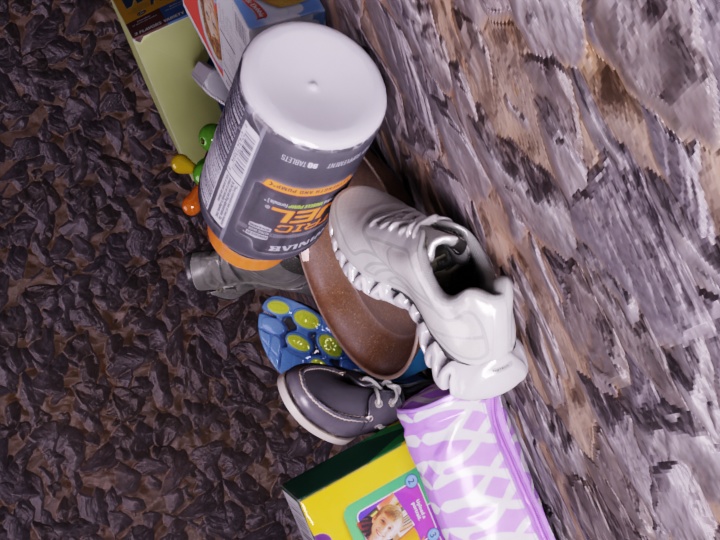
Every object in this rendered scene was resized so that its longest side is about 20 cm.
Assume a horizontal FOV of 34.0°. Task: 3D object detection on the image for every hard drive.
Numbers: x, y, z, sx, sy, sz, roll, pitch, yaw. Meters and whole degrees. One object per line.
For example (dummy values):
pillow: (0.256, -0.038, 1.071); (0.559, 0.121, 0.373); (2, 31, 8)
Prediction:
hard drive: (-0.115, -0.173, 1.247); (0.131, 0.026, 0.200); (32, -175, -16)

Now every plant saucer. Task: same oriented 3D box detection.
plant saucer: (0.005, -0.015, 0.933); (0.200, 0.036, 0.203); (42, 142, 45)

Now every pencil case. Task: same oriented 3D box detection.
pencil case: (0.097, 0.171, 0.853); (0.085, 0.083, 0.203); (-21, 95, 48)

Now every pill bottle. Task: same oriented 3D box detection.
pill bottle: (-0.059, -0.078, 0.858); (0.107, 0.105, 0.201); (63, 151, 19)

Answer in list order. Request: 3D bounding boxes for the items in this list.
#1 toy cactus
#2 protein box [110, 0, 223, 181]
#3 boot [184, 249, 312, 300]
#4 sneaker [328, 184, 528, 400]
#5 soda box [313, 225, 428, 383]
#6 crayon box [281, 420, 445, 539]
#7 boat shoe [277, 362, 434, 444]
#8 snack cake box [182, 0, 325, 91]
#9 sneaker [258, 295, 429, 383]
toy cactus: (-0.085, -0.091, 1.142); (0.199, 0.163, 0.104); (-23, 50, 49)
protein box: (-0.205, -0.261, 1.473); (0.200, 0.133, 0.201); (-125, 13, -55)
boot: (-0.076, 0.000, 1.156); (0.199, 0.129, 0.069); (27, -128, -57)
sneaker: (0.041, -0.008, 0.757); (0.200, 0.074, 0.082); (47, 153, 43)
soda box: (0.000, 0.000, 1.057); (0.064, 0.067, 0.203); (-140, 27, -75)
crayon box: (0.054, 0.226, 0.950); (0.203, 0.171, 0.058); (68, 163, -11)
boat shoe: (0.011, 0.103, 0.985); (0.199, 0.063, 0.073); (21, -142, -49)
snack cake box: (-0.094, -0.221, 0.989); (0.116, 0.066, 0.201); (91, 156, -50)
sneaker: (-0.014, 0.090, 1.151); (0.197, 0.071, 0.083); (28, -172, -9)
